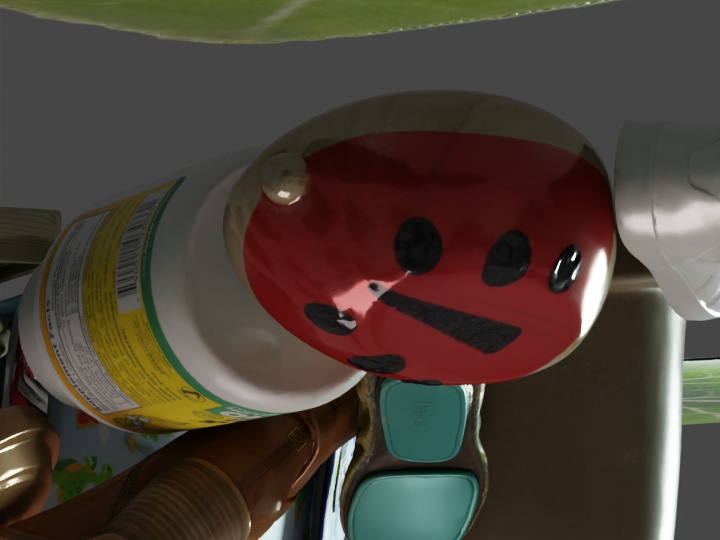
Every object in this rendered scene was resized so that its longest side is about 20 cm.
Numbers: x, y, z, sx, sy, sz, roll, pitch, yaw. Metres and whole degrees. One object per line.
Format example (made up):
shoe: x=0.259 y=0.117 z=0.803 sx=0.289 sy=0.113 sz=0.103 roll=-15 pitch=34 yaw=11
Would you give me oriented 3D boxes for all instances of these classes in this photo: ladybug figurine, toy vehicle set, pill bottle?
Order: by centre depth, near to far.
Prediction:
ladybug figurine: x=0.030 y=-0.005 z=1.000 sx=0.136 sy=0.072 sz=0.199 roll=-40 pitch=147 yaw=26
pill bottle: x=-0.077 y=0.014 z=1.141 sx=0.112 sy=0.114 sz=0.200 roll=2 pitch=171 yaw=-30
toy vehicle set: x=-0.244 y=-0.006 z=1.286 sx=0.124 sy=0.027 sz=0.200 roll=3 pitch=172 yaw=-29

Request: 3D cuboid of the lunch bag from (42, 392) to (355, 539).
lunch bag: x=-0.068 y=0.107 z=1.382 sx=0.127 sy=0.171 sz=0.199 roll=17 pitch=-164 yaw=34

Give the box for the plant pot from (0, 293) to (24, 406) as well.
plant pot: x=-0.132 y=0.081 z=1.611 sx=0.199 sy=0.142 sz=0.141 roll=-6 pitch=176 yaw=-29

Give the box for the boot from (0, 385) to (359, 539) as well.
boot: x=-0.088 y=0.105 z=1.230 sx=0.155 sy=0.077 sz=0.200 roll=-39 pitch=-177 yaw=-34

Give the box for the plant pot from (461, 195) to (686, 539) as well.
plant pot: x=0.088 y=0.069 z=1.284 sx=0.199 sy=0.176 sz=0.200 roll=-10 pitch=171 yaw=-2

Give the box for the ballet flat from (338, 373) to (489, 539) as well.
ballet flat: x=0.027 y=0.069 z=1.172 sx=0.070 sy=0.071 sz=0.200 roll=-1 pitch=147 yaw=-4

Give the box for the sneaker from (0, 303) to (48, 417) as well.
sneaker: x=-0.162 y=0.091 z=1.416 sx=0.071 sy=0.201 sz=0.112 roll=5 pitch=164 yaw=-18

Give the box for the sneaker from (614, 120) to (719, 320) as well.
sneaker: x=0.184 y=-0.020 z=1.087 sx=0.115 sy=0.074 sz=0.200 roll=-1 pitch=172 yaw=19

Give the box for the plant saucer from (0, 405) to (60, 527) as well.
plant saucer: x=-0.221 y=0.148 z=1.258 sx=0.200 sy=0.032 sz=0.200 roll=-43 pitch=167 yaw=-12

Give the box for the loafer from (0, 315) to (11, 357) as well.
loafer: x=-0.247 y=0.038 z=1.458 sx=0.076 sy=0.068 sz=0.200 roll=-27 pitch=-169 yaw=3
